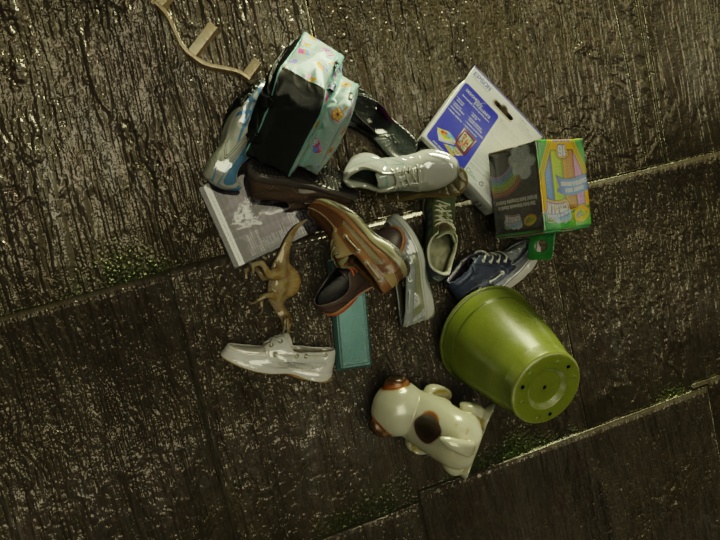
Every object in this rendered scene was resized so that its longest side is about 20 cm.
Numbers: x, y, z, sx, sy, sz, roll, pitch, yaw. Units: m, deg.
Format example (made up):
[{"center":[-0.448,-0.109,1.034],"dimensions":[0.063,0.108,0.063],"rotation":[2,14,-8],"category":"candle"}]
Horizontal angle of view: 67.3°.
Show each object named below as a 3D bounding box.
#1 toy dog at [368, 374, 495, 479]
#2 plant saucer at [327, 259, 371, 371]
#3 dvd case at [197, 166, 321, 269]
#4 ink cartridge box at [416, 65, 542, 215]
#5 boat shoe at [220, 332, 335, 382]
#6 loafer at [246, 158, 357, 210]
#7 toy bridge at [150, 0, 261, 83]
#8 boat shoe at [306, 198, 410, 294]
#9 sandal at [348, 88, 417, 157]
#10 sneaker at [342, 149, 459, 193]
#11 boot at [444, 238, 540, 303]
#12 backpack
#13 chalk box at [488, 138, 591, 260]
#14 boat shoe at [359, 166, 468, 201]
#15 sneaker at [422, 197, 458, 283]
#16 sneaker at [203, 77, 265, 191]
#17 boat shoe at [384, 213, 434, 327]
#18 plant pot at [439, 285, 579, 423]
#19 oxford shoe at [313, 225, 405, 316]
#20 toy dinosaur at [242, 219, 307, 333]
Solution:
[{"center":[0.110,0.269,0.940],"dimensions":[0.198,0.193,0.141],"rotation":[22,100,19],"category":"toy dog"},{"center":[-0.018,0.079,0.982],"dimensions":[0.069,0.019,0.204],"rotation":[-5,93,-14],"category":"plant saucer"},{"center":[-0.160,-0.113,0.943],"dimensions":[0.198,0.016,0.150],"rotation":[-26,98,-14],"category":"dvd case"},{"center":[0.227,-0.246,1.026],"dimensions":[0.197,0.047,0.201],"rotation":[41,68,-11],"category":"ink cartridge box"},{"center":[-0.136,0.138,0.923],"dimensions":[0.197,0.071,0.070],"rotation":[14,95,-24],"category":"boat shoe"},{"center":[-0.102,-0.142,0.925],"dimensions":[0.197,0.071,0.074],"rotation":[9,45,-22],"category":"loafer"},{"center":[-0.266,-0.384,0.907],"dimensions":[0.199,0.027,0.068],"rotation":[36,83,-12],"category":"toy bridge"},{"center":[-0.014,-0.039,0.866],"dimensions":[0.199,0.076,0.074],"rotation":[37,74,18],"category":"boat shoe"},{"center":[0.020,-0.268,0.945],"dimensions":[0.200,0.048,0.075],"rotation":[39,75,11],"category":"sandal"},{"center":[0.064,-0.155,0.897],"dimensions":[0.197,0.080,0.071],"rotation":[0,116,15],"category":"sneaker"},{"center":[0.251,-0.010,1.017],"dimensions":[0.200,0.073,0.091],"rotation":[-44,115,-10],"category":"boot"},{"center":[-0.087,-0.269,0.868],"dimensions":[0.151,0.176,0.202],"rotation":[18,47,-15],"category":"backpack"},{"center":[0.321,-0.121,0.967],"dimensions":[0.122,0.124,0.203],"rotation":[-8,94,-28],"category":"chalk box"},{"center":[0.094,-0.157,0.973],"dimensions":[0.198,0.066,0.073],"rotation":[2,90,13],"category":"boat shoe"},{"center":[0.151,-0.075,0.987],"dimensions":[0.066,0.090,0.204],"rotation":[9,88,-13],"category":"sneaker"},{"center":[-0.197,-0.227,0.907],"dimensions":[0.072,0.071,0.203],"rotation":[28,76,-34],"category":"sneaker"},{"center":[0.078,0.000,0.979],"dimensions":[0.064,0.074,0.205],"rotation":[-19,102,-18],"category":"boat shoe"},{"center":[0.269,0.156,0.939],"dimensions":[0.197,0.193,0.203],"rotation":[-7,112,-17],"category":"plant pot"},{"center":[0.000,0.000,0.921],"dimensions":[0.071,0.073,0.200],"rotation":[43,92,16],"category":"oxford shoe"},{"center":[-0.149,0.007,0.937],"dimensions":[0.100,0.058,0.203],"rotation":[2,98,-30],"category":"toy dinosaur"}]
